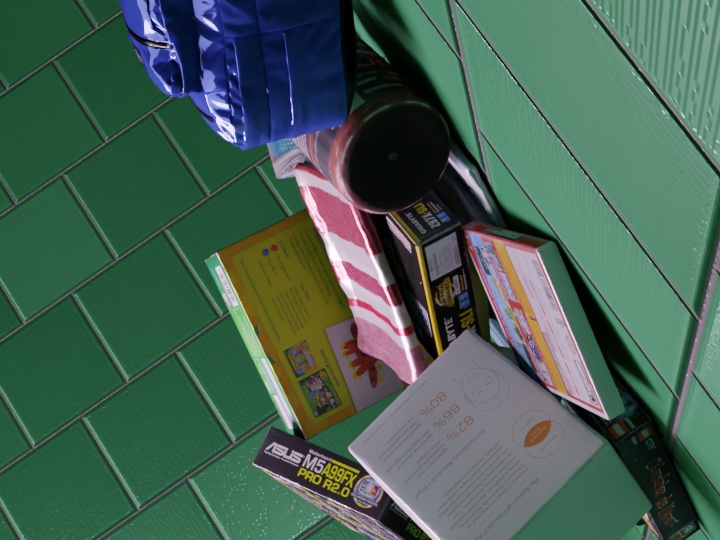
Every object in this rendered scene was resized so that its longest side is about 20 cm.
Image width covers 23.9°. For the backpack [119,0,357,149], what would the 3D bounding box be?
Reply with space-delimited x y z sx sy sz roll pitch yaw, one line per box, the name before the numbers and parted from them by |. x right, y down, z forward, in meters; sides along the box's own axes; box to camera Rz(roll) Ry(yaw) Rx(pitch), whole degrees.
backpack | -0.095 -0.197 1.294 0.163 0.167 0.201 -117 12 -55

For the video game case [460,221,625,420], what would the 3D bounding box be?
video game case | 0.141 0.035 1.346 0.144 0.017 0.200 66 170 -11

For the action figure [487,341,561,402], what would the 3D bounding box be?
action figure | 0.137 0.154 1.619 0.199 0.105 0.194 4 122 36

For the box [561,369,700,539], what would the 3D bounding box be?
box | 0.222 0.142 1.472 0.137 0.038 0.200 55 178 41

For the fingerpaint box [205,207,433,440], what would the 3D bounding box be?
fingerpaint box | -0.033 0.040 1.666 0.201 0.166 0.073 63 165 -2

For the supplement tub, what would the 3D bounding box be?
supplement tub | -0.013 -0.136 1.426 0.200 0.107 0.107 48 173 49

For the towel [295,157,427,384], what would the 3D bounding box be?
towel | 0.000 0.000 1.532 0.201 0.023 0.144 69 166 -17

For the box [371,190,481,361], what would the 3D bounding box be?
box | 0.036 -0.029 1.524 0.200 0.049 0.160 52 165 44

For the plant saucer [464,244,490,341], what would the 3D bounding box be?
plant saucer | 0.070 -0.005 1.652 0.200 0.048 0.200 56 166 35

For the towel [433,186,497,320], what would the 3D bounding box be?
towel | 0.085 -0.016 1.738 0.144 0.023 0.200 67 167 -6

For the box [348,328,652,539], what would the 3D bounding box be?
box | 0.115 0.173 1.427 0.200 0.152 0.106 41 172 47

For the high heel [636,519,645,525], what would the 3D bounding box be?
high heel | 0.216 0.181 1.756 0.200 0.071 0.143 45 180 -45

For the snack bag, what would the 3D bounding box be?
snack bag | 0.085 -0.074 1.493 0.189 0.021 0.200 55 178 43

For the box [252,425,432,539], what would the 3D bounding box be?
box | 0.010 0.228 1.653 0.160 0.044 0.200 20 166 37

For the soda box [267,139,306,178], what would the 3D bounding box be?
soda box | -0.068 -0.192 1.610 0.064 0.068 0.201 -14 -92 -73

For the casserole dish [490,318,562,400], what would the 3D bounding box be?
casserole dish | 0.159 0.062 1.757 0.121 0.039 0.200 58 178 -43
